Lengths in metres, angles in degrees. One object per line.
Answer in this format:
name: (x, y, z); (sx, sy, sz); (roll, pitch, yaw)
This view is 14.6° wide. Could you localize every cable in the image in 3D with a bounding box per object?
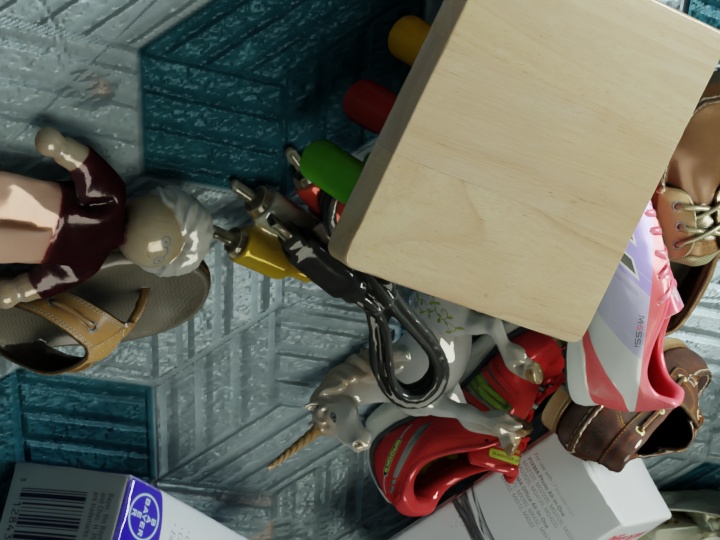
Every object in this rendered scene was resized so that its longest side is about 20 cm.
cable: (0.000, 0.000, 1.683); (0.097, 0.050, 0.200); (-42, 130, 7)

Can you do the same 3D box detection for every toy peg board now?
toy peg board: (0.074, -0.087, 1.595); (0.199, 0.098, 0.200); (18, 100, -43)

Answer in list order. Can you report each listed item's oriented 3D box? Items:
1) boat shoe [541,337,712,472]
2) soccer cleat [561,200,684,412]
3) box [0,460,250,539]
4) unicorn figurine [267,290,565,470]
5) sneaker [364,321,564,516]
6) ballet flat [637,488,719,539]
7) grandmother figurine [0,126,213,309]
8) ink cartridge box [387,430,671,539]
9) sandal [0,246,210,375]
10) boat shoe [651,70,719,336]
boat shoe: (0.188, 0.095, 1.850); (0.200, 0.070, 0.071); (-17, 138, -59)
soccer cleat: (0.164, -0.007, 1.711); (0.073, 0.068, 0.201); (9, 115, 23)
box: (-0.148, 0.242, 1.799); (0.104, 0.185, 0.200); (2, 159, 35)
unicorn figurine: (0.048, 0.062, 1.778); (0.201, 0.137, 0.074); (-67, 168, 18)
sneaker: (0.095, 0.095, 1.846); (0.200, 0.085, 0.077); (-36, 143, 18)
ballet flat: (0.198, 0.192, 2.039); (0.199, 0.064, 0.068); (0, 119, -29)
grandmother figurine: (-0.176, -0.024, 1.572); (0.199, 0.061, 0.121); (3, 139, -28)
ink cartridge box: (0.100, 0.188, 1.929); (0.200, 0.084, 0.145); (-34, 168, 16)
sandal: (-0.182, 0.029, 1.639); (0.199, 0.055, 0.082); (-4, 140, -24)
boat shoe: (0.204, -0.037, 1.745); (0.075, 0.074, 0.201); (-11, 143, -17)
